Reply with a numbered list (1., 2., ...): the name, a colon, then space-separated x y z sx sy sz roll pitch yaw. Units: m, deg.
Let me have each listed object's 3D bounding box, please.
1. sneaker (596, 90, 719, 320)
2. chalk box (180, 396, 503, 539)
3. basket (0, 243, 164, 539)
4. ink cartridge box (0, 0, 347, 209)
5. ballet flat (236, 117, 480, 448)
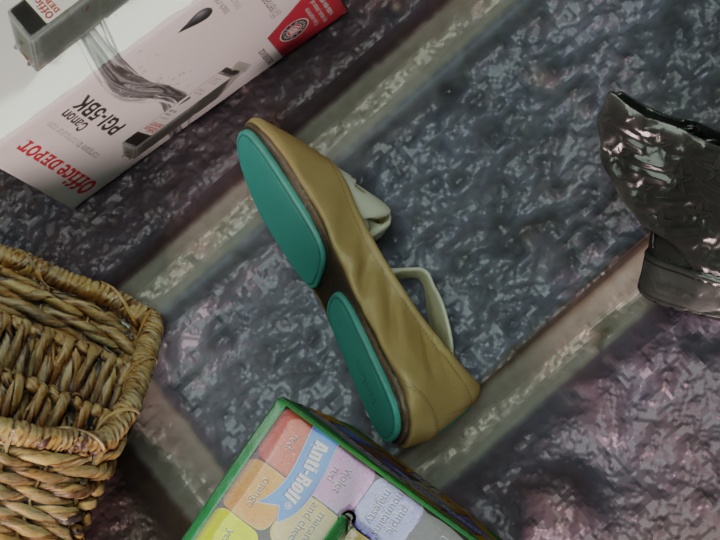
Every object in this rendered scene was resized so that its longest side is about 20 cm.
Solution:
1. sneaker: 0.213 -0.024 0.939 0.199 0.060 0.105 13 104 17
2. chalk box: -0.015 0.148 0.893 0.124 0.200 0.125 35 88 16
3. basket: -0.213 0.051 0.955 0.199 0.143 0.150 25 86 -7
4. ink cartridge box: -0.120 -0.132 0.996 0.200 0.147 0.083 -35 77 4
5. ballet flat: 0.000 0.000 1.000 0.063 0.069 0.201 -22 77 -22
